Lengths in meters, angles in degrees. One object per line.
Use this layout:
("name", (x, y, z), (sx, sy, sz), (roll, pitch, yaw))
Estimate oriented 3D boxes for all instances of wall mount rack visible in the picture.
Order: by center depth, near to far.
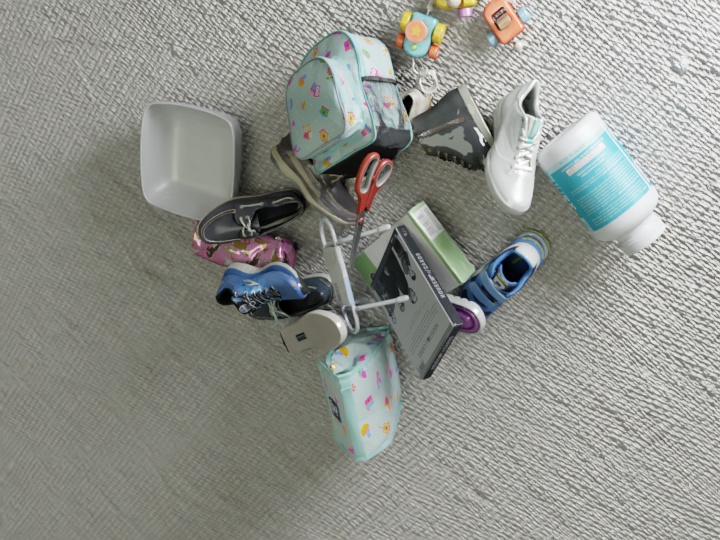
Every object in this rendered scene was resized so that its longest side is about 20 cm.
("wall mount rack", (0.000, 0.000, 1.325), (0.173, 0.074, 0.203), (-5, 101, 68))

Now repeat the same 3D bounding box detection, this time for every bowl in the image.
("bowl", (-0.296, -0.202, 1.436), (0.197, 0.075, 0.203), (15, 115, 17))

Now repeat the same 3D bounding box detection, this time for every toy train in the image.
("toy train", (0.144, -0.360, 1.192), (0.198, 0.056, 0.152), (-30, 92, 23))

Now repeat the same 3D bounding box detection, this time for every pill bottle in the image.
("pill bottle", (0.357, -0.122, 1.167), (0.110, 0.111, 0.201), (-38, 91, 29))

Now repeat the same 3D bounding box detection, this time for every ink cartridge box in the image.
("ink cartridge box", (0.085, -0.009, 1.363), (0.146, 0.048, 0.200), (52, 143, -1))

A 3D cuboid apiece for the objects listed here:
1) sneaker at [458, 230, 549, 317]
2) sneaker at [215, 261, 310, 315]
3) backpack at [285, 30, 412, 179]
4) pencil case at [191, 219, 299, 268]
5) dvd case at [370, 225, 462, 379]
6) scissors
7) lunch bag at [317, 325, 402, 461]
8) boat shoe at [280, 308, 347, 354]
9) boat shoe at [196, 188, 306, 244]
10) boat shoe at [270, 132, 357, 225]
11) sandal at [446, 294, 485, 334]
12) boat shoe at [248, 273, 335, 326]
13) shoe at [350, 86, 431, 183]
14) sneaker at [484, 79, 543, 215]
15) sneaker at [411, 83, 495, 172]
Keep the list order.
("sneaker", (0.219, 0.018, 1.294), (0.074, 0.082, 0.201), (41, 121, 3))
("sneaker", (-0.172, 0.040, 1.380), (0.198, 0.090, 0.079), (-2, 137, 37))
("backpack", (-0.028, -0.264, 1.235), (0.175, 0.152, 0.204), (-23, 68, 49))
("pencil case", (-0.214, -0.041, 1.457), (0.197, 0.083, 0.088), (16, 84, 18))
("dvd case", (0.085, 0.052, 1.291), (0.202, 0.024, 0.151), (61, 147, 30))
("scissors", (-0.003, -0.089, 1.233), (0.014, 0.073, 0.202), (36, 114, 30))
("lunch bag", (-0.001, 0.211, 1.386), (0.120, 0.200, 0.173), (-6, 108, 16))
("boat shoe", (-0.060, 0.094, 1.396), (0.199, 0.092, 0.076), (-14, 102, 55))
("boat shoe", (-0.188, -0.092, 1.381), (0.197, 0.063, 0.074), (-18, 111, -9))
("boat shoe", (-0.066, -0.158, 1.355), (0.200, 0.075, 0.073), (42, 118, 2))
("sandal", (0.114, 0.074, 1.324), (0.201, 0.050, 0.083), (-1, 119, 45))
("boat shoe", (-0.136, 0.059, 1.470), (0.197, 0.062, 0.076), (-10, 108, 27))
("shoe", (0.036, -0.218, 1.300), (0.070, 0.053, 0.200), (43, 119, 3))
("sneaker", (0.232, -0.183, 1.153), (0.074, 0.203, 0.088), (12, 158, -21))
("sneaker", (0.166, -0.176, 1.242), (0.105, 0.075, 0.202), (-29, 86, 17))
